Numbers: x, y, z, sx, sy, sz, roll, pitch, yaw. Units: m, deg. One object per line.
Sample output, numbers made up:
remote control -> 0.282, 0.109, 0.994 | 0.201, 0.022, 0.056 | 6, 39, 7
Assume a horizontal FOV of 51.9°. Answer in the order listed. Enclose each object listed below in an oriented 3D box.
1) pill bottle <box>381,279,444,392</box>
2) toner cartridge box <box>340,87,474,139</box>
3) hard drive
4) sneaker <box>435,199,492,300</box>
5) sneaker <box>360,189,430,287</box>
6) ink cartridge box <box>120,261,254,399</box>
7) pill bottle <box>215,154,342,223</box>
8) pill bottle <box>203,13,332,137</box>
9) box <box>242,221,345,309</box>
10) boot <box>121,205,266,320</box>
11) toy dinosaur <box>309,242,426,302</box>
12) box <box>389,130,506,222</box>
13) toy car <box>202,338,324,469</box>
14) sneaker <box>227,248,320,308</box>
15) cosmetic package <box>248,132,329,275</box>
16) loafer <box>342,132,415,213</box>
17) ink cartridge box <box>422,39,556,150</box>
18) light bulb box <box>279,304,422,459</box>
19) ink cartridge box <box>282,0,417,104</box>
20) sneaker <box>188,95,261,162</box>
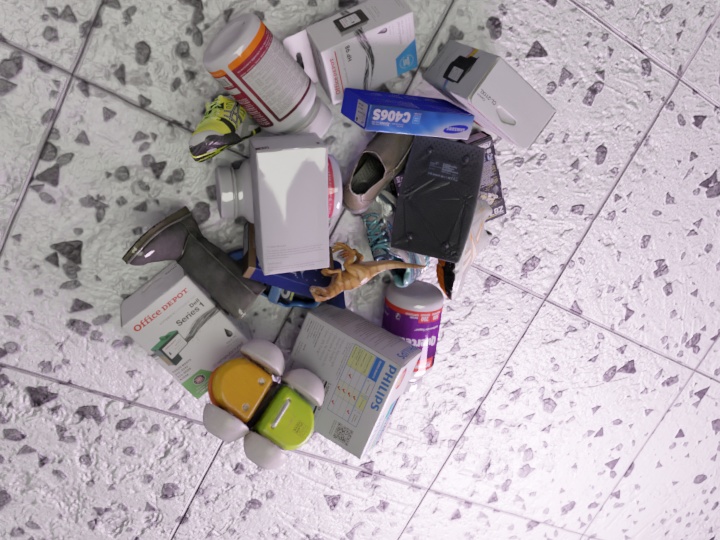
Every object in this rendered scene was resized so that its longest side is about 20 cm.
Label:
pill bottle -> 0.093, 0.126, 1.415 | 0.111, 0.113, 0.202 | -1, 113, -17
toner cartridge box -> 0.076, -0.253, 1.196 | 0.198, 0.095, 0.044 | -1, 119, -29
hard drive -> 0.132, -0.122, 1.268 | 0.133, 0.042, 0.203 | 13, 88, 5
sneaker -> 0.198, -0.037, 1.354 | 0.091, 0.076, 0.202 | -5, 120, -22
sneaker -> 0.048, -0.059, 1.308 | 0.201, 0.077, 0.086 | 53, 50, -15
ink cartridge box -> -0.299, 0.102, 1.291 | 0.146, 0.084, 0.200 | -39, 120, 1
pill bottle -> -0.136, -0.135, 1.227 | 0.197, 0.109, 0.110 | -6, 115, -16
pill bottle -> -0.138, -0.284, 1.139 | 0.109, 0.110, 0.200 | -43, 126, 4
box -> -0.108, -0.011, 1.285 | 0.198, 0.122, 0.032 | 20, 130, -26
boot -> -0.262, 0.005, 1.192 | 0.072, 0.182, 0.201 | -31, 100, 38
toy dinosaur -> 0.000, 0.000, 1.269 | 0.198, 0.107, 0.061 | -22, 154, -13
box -> 0.161, -0.144, 1.355 | 0.198, 0.049, 0.163 | -23, 117, -7
toy car -> -0.174, 0.229, 1.268 | 0.199, 0.150, 0.176 | 38, 68, -14
sneaker -> -0.152, 0.017, 1.304 | 0.198, 0.082, 0.075 | 14, 110, -22
cosmetic package -> -0.109, -0.103, 1.143 | 0.111, 0.081, 0.202 | -6, 115, -16
loafer -> 0.038, -0.187, 1.254 | 0.075, 0.070, 0.201 | 31, 81, 1
ink cartridge box -> 0.210, -0.291, 1.220 | 0.145, 0.200, 0.083 | 33, 100, -28
light bulb box -> -0.024, 0.194, 1.344 | 0.199, 0.125, 0.200 | 28, 107, 17
ink cartridge box -> -0.013, -0.345, 1.174 | 0.198, 0.067, 0.116 | -26, 148, -6
sneaker -> -0.219, -0.220, 1.126 | 0.075, 0.200, 0.077 | -23, 104, 16
